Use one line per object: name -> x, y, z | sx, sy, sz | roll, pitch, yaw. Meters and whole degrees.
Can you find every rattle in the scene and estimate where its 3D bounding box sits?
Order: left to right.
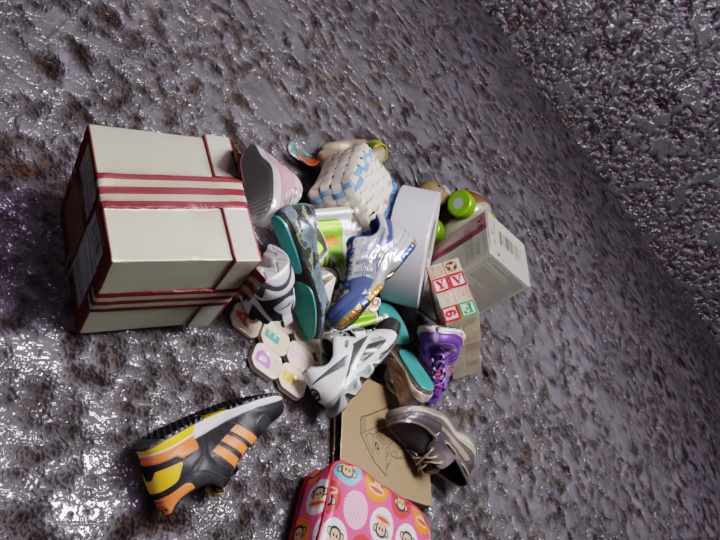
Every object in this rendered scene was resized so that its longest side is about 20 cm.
rattle -> -0.044, -0.173, 1.146 | 0.197, 0.146, 0.129 | -24, 50, -40

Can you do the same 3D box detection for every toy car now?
toy car -> 0.172, -0.150, 1.308 | 0.163, 0.157, 0.203 | 20, 36, -57

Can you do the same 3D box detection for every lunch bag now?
lunch bag -> 0.001, 0.357, 0.759 | 0.199, 0.081, 0.179 | 41, 39, -24

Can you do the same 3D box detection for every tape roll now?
tape roll -> 0.088, -0.040, 1.068 | 0.069, 0.206, 0.205 | 10, 40, 9

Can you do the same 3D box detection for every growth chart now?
growth chart -> -0.039, 0.000, 0.936 | 0.142, 0.018, 0.206 | -17, 96, -28

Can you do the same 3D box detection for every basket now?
basket -> 0.001, -0.099, 1.056 | 0.202, 0.136, 0.178 | 57, 31, -27

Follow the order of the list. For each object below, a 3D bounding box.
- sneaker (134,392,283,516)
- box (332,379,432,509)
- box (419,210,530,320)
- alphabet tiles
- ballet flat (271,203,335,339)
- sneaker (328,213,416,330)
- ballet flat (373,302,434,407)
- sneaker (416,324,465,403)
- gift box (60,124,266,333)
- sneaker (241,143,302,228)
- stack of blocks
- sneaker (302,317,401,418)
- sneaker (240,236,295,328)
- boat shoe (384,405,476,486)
sneaker -> -0.160, 0.204, 0.699 | 0.198, 0.069, 0.093 | -12, 88, -53
box -> 0.035, 0.255, 0.925 | 0.198, 0.021, 0.167 | 32, 43, -36
box -> 0.204, 0.005, 1.169 | 0.127, 0.198, 0.111 | 34, 41, -29
alphabet tiles -> -0.099, 0.084, 0.899 | 0.195, 0.014, 0.203 | 41, 39, -23
ballet flat -> -0.067, 0.001, 0.860 | 0.075, 0.072, 0.205 | -56, 143, -53
sneaker -> 0.000, 0.000, 0.910 | 0.088, 0.075, 0.201 | 40, 56, 0
ballet flat -> 0.052, 0.140, 0.988 | 0.067, 0.068, 0.202 | 17, 32, -32
sneaker -> 0.128, 0.156, 1.000 | 0.202, 0.078, 0.085 | 83, 14, -53
gift box -> -0.209, -0.041, 0.679 | 0.183, 0.199, 0.189 | -1, 67, -40
sneaker -> -0.125, -0.112, 0.927 | 0.104, 0.075, 0.202 | 37, 16, -34
stack of blocks -> 0.167, 0.090, 1.084 | 0.202, 0.057, 0.117 | 74, 0, -52
sneaker -> -0.010, 0.112, 0.890 | 0.089, 0.074, 0.200 | 46, 43, 0
sneaker -> -0.151, 0.006, 0.837 | 0.197, 0.132, 0.079 | 30, 53, 35
boat shoe -> 0.113, 0.270, 0.932 | 0.198, 0.074, 0.075 | 35, 40, -31
